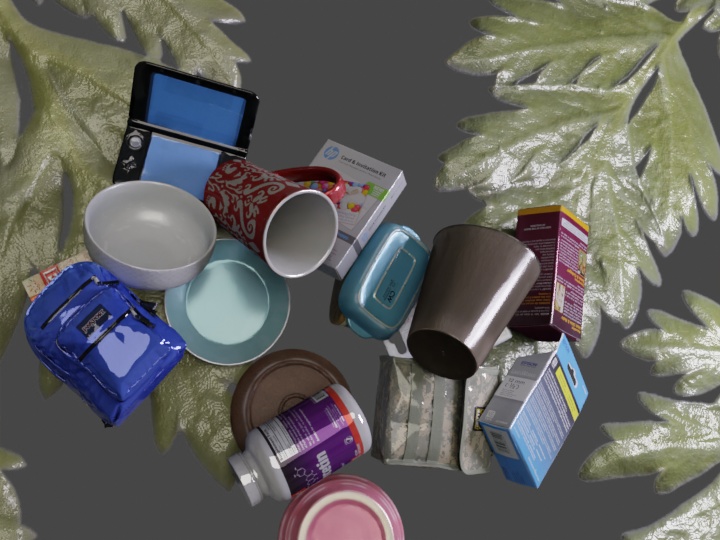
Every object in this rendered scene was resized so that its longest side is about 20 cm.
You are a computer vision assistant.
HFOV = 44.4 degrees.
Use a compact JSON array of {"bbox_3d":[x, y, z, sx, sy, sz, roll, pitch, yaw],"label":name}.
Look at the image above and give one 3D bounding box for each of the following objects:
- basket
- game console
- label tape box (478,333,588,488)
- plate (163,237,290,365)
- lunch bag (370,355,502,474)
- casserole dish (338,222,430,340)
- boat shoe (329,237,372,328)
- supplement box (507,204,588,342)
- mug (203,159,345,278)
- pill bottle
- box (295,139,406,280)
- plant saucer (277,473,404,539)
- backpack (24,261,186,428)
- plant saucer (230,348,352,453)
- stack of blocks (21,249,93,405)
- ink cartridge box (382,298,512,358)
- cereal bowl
[{"bbox_3d":[0.155,0.050,1.324,0.178,0.137,0.201,14,52,23],"label":"basket"},{"bbox_3d":[-0.275,-0.201,1.384,0.197,0.116,0.179,14,74,-9],"label":"game console"},{"bbox_3d":[0.278,0.217,1.398,0.201,0.065,0.144,-52,129,-32],"label":"label tape box"},{"bbox_3d":[-0.209,0.050,1.387,0.197,0.026,0.204,3,76,-13],"label":"plate"},{"bbox_3d":[0.126,0.224,1.371,0.196,0.117,0.167,7,84,-12],"label":"lunch bag"},{"bbox_3d":[0.046,0.014,1.389,0.121,0.039,0.202,37,68,-18],"label":"casserole dish"},{"bbox_3d":[0.000,0.000,1.429,0.064,0.073,0.203,24,71,-27],"label":"boat shoe"},{"bbox_3d":[0.312,0.008,1.460,0.110,0.085,0.203,25,68,-46],"label":"supplement box"},{"bbox_3d":[-0.128,-0.091,1.346,0.176,0.199,0.136,-13,119,-37],"label":"mug"},{"bbox_3d":[-0.089,0.258,1.285,0.198,0.112,0.114,-28,84,-17],"label":"pill bottle"},{"bbox_3d":[-0.042,-0.100,1.417,0.154,0.041,0.201,26,69,26],"label":"box"},{"bbox_3d":[-0.025,0.410,1.330,0.197,0.051,0.204,3,77,-13],"label":"plant saucer"},{"bbox_3d":[-0.354,0.085,1.211,0.200,0.168,0.163,43,65,0],"label":"backpack"},{"bbox_3d":[-0.102,0.220,1.367,0.197,0.034,0.204,3,77,-13],"label":"plant saucer"},{"bbox_3d":[-0.404,0.083,1.316,0.114,0.059,0.202,-27,84,-18],"label":"stack of blocks"},{"bbox_3d":[0.129,0.076,1.458,0.198,0.057,0.165,-25,83,4],"label":"ink cartridge box"},{"bbox_3d":[-0.318,-0.042,1.328,0.197,0.084,0.202,11,42,-10],"label":"cereal bowl"}]
